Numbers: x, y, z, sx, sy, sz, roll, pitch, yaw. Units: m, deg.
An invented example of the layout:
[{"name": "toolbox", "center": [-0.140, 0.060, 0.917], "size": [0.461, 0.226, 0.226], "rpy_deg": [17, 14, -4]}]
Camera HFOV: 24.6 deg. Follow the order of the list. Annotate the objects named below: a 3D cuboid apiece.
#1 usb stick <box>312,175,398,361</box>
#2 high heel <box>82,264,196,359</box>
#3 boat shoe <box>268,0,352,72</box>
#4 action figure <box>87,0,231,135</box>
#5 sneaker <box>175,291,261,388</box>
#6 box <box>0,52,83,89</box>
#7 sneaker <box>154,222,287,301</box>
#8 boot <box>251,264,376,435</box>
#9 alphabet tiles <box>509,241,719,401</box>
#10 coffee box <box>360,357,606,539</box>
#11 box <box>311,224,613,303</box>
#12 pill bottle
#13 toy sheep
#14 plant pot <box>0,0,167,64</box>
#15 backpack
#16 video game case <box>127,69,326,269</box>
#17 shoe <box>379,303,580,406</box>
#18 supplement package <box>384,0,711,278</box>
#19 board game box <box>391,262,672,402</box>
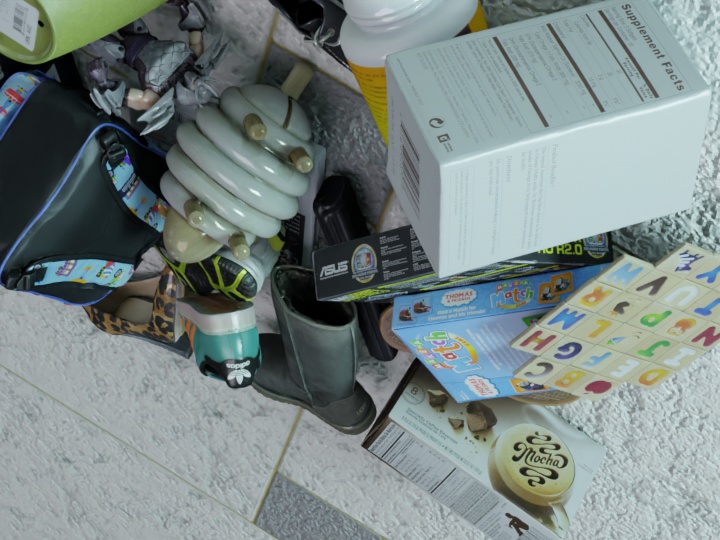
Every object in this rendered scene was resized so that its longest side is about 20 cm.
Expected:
[{"name": "usb stick", "center": [0.000, 0.000, 1.519], "size": [0.032, 0.056, 0.201], "rpy_deg": [-4, 132, 20]}, {"name": "high heel", "center": [-0.238, 0.022, 1.719], "size": [0.142, 0.072, 0.200], "rpy_deg": [23, 152, 6]}, {"name": "boat shoe", "center": [-0.039, -0.199, 1.297], "size": [0.200, 0.063, 0.072], "rpy_deg": [41, 142, -26]}, {"name": "action figure", "center": [-0.197, -0.193, 1.402], "size": [0.199, 0.130, 0.070], "rpy_deg": [34, 148, 21]}, {"name": "sneaker", "center": [-0.135, 0.065, 1.582], "size": [0.200, 0.071, 0.081], "rpy_deg": [-147, 50, -78]}, {"name": "box", "center": [-0.372, -0.168, 1.572], "size": [0.199, 0.118, 0.198], "rpy_deg": [15, 140, 24]}, {"name": "sneaker", "center": [-0.134, -0.023, 1.556], "size": [0.199, 0.076, 0.076], "rpy_deg": [17, 149, 52]}, {"name": "boot", "center": [-0.064, 0.065, 1.595], "size": [0.181, 0.073, 0.200], "rpy_deg": [22, 157, 26]}, {"name": "alphabet tiles", "center": [0.222, 0.045, 1.324], "size": [0.166, 0.006, 0.200], "rpy_deg": [17, 137, -35]}, {"name": "coffee box", "center": [0.117, 0.169, 1.570], "size": [0.199, 0.113, 0.080], "rpy_deg": [36, 145, 0]}, {"name": "box", "center": [0.083, -0.010, 1.365], "size": [0.159, 0.045, 0.199], "rpy_deg": [3, 168, -41]}, {"name": "pill bottle", "center": [0.054, -0.150, 1.254], "size": [0.109, 0.109, 0.201], "rpy_deg": [3, 135, 37]}, {"name": "toy sheep", "center": [-0.100, -0.090, 1.406], "size": [0.138, 0.200, 0.138], "rpy_deg": [40, -173, -6]}, {"name": "plant pot", "center": [-0.215, -0.256, 1.270], "size": [0.186, 0.200, 0.188], "rpy_deg": [21, 142, 18]}, {"name": "backpack", "center": [-0.258, -0.065, 1.478], "size": [0.134, 0.183, 0.200], "rpy_deg": [36, -177, 22]}, {"name": "video game case", "center": [-0.127, -0.087, 1.551], "size": [0.199, 0.023, 0.182], "rpy_deg": [24, 143, 13]}, {"name": "shoe", "center": [0.117, 0.065, 1.511], "size": [0.199, 0.053, 0.070], "rpy_deg": [20, 114, 13]}, {"name": "supplement package", "center": [0.127, -0.096, 1.160], "size": [0.117, 0.199, 0.118], "rpy_deg": [88, 163, -48]}, {"name": "board game box", "center": [0.146, 0.056, 1.395], "size": [0.199, 0.037, 0.151], "rpy_deg": [-10, 148, 23]}]
